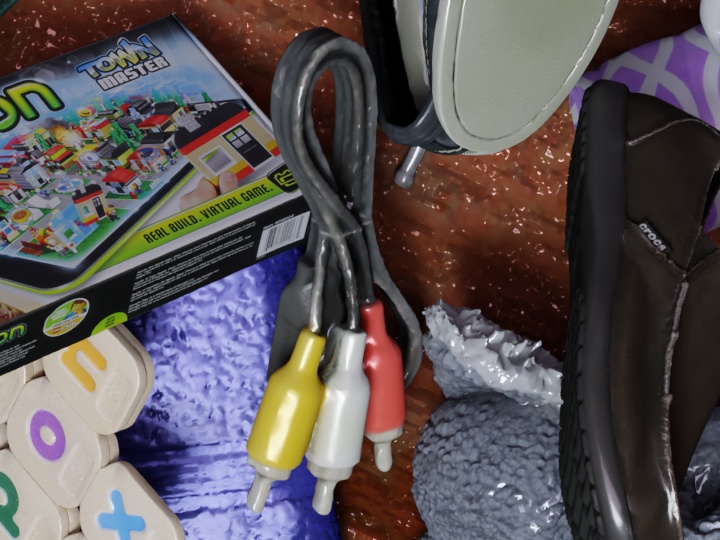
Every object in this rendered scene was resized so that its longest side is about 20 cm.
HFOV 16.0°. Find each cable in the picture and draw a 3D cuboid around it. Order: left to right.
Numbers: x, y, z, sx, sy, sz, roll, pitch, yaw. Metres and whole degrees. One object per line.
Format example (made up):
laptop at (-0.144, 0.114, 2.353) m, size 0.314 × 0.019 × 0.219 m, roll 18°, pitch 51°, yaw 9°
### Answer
cable at (0.000, 0.000, 1.007) m, size 0.050 × 0.097 × 0.201 m, roll 36°, pitch 129°, yaw 38°

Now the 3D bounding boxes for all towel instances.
towel at (-0.085, 0.071, 1.082) m, size 0.146 × 0.050 × 0.202 m, roll -6°, pitch 97°, yaw -1°

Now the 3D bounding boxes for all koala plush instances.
koala plush at (0.102, 0.098, 1.015) m, size 0.199 × 0.183 × 0.179 m, roll 22°, pitch 123°, yaw 28°

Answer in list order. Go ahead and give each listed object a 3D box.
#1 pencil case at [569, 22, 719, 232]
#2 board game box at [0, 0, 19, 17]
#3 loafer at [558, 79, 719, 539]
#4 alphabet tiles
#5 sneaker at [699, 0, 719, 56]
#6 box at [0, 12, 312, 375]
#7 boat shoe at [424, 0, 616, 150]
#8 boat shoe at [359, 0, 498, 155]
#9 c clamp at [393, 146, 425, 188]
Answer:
pencil case at (0.181, -0.070, 1.024) m, size 0.199 × 0.086 × 0.084 m, roll -17°, pitch 59°, yaw 7°
board game box at (-0.206, -0.185, 1.052) m, size 0.135 × 0.028 × 0.200 m, roll -39°, pitch 86°, yaw 8°
loafer at (0.110, 0.018, 0.922) m, size 0.071 × 0.073 × 0.201 m, roll 4°, pitch 61°, yaw 0°
alphabet tiles at (-0.151, 0.081, 1.049) m, size 0.196 × 0.015 × 0.201 m, roll 44°, pitch 124°, yaw 24°
sneaker at (0.157, -0.119, 0.923) m, size 0.078 × 0.140 × 0.200 m, roll -35°, pitch 57°, yaw -10°
box at (-0.125, -0.024, 0.994) m, size 0.110 × 0.199 × 0.035 m, roll 48°, pitch 144°, yaw 25°
boat shoe at (0.055, -0.146, 0.934) m, size 0.074 × 0.066 × 0.201 m, roll -6°, pitch 116°, yaw -28°
boat shoe at (0.025, -0.143, 1.000) m, size 0.074 × 0.066 × 0.201 m, roll 11°, pitch 105°, yaw 43°
c clamp at (-0.020, -0.157, 1.052) m, size 0.199 × 0.027 × 0.171 m, roll 32°, pitch 99°, yaw -1°
